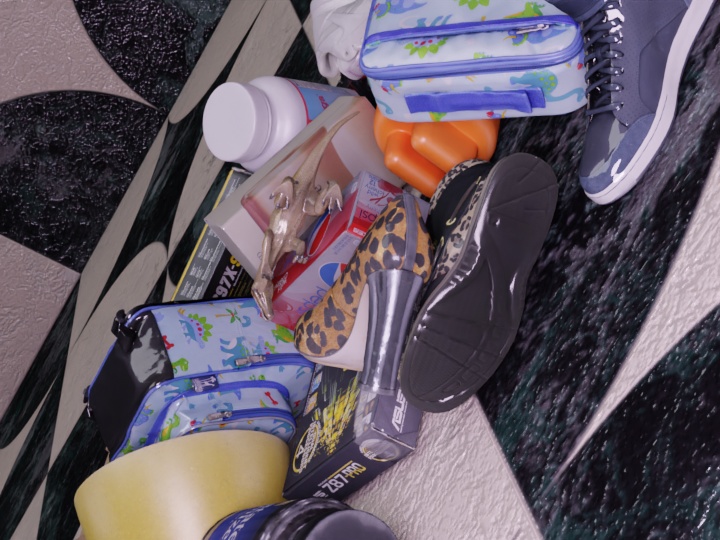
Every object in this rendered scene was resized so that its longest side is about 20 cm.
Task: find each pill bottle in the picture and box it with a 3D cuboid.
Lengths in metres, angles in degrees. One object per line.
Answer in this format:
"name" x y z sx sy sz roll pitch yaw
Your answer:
"pill bottle" -0.076 -0.157 1.368 0.108 0.199 0.110 1 92 40
"pill bottle" -0.048 0.230 0.927 0.200 0.111 0.113 -28 38 60

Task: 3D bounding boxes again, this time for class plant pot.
"plant pot" -0.141 0.250 1.083 0.200 0.198 0.143 -45 52 42

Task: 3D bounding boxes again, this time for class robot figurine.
"robot figurine" 0.075 -0.165 1.126 0.145 0.115 0.202 88 -167 -54

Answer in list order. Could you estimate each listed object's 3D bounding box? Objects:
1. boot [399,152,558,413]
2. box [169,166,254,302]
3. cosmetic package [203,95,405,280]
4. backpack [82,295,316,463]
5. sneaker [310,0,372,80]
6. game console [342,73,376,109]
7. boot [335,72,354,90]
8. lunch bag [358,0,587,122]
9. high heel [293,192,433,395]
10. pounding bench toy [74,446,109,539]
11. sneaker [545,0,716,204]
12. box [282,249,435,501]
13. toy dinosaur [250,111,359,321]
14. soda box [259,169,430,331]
"boot" 0.080 0.003 0.970 0.154 0.073 0.206 -139 72 -78
"box" -0.124 0.011 1.363 0.049 0.159 0.202 18 81 39
"cosmetic package" -0.050 -0.078 1.268 0.200 0.104 0.087 -44 19 -9
"backpack" -0.137 0.119 1.168 0.148 0.198 0.184 63 143 24
"sneaker" 0.023 -0.246 1.233 0.199 0.074 0.101 -9 76 52
"game console" 0.074 -0.275 1.337 0.118 0.172 0.202 15 75 31
"boot" 0.025 -0.283 1.521 0.165 0.065 0.202 -57 -11 -66
"lunch bag" 0.103 -0.198 1.009 0.197 0.083 0.162 1 55 25
"high heel" 0.002 0.007 0.955 0.200 0.071 0.145 -160 80 -70
"pounding bench toy" -0.211 0.251 1.319 0.200 0.123 0.158 -37 32 53
"sneaker" 0.158 -0.162 0.856 0.077 0.145 0.204 -7 59 66
"box" 0.006 0.092 1.068 0.161 0.049 0.202 -40 27 47
"toy dinosaur" -0.054 -0.058 1.028 0.202 0.058 0.101 -66 14 -5
"soda box" -0.018 -0.007 1.070 0.200 0.069 0.064 -43 27 56
